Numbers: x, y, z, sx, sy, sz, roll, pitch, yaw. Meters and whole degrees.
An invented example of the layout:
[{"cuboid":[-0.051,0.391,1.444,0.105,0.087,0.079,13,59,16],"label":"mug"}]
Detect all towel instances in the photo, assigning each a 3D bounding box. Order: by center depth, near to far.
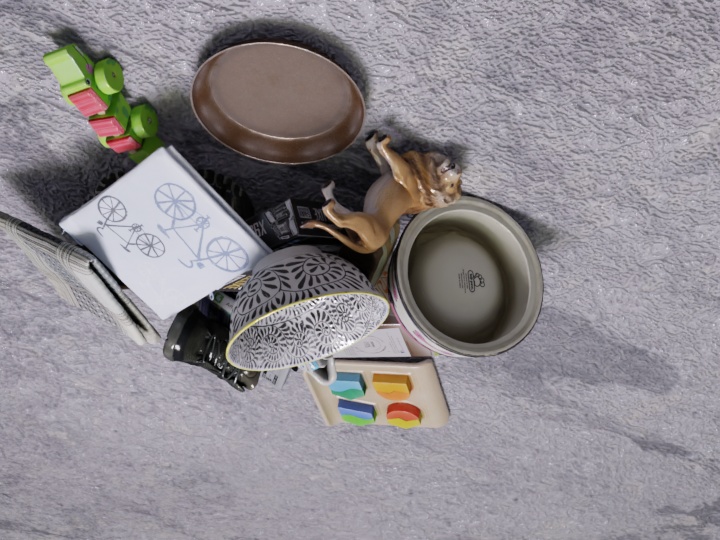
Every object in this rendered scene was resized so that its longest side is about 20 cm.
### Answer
[{"cuboid":[-0.358,0.016,1.694,0.191,0.035,0.200,23,158,34],"label":"towel"}]

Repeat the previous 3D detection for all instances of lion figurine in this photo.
[{"cuboid":[0.028,-0.077,1.547,0.123,0.200,0.072,52,160,-21],"label":"lion figurine"}]

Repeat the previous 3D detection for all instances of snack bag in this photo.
[{"cuboid":[-0.229,-0.038,1.587,0.199,0.021,0.189,-30,116,32],"label":"snack bag"}]

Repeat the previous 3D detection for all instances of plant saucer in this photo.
[{"cuboid":[-0.091,-0.194,1.509,0.198,0.032,0.201,5,146,3],"label":"plant saucer"}]

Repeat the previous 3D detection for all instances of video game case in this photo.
[{"cuboid":[-0.170,0.084,1.835,0.181,0.022,0.200,33,160,3],"label":"video game case"}]

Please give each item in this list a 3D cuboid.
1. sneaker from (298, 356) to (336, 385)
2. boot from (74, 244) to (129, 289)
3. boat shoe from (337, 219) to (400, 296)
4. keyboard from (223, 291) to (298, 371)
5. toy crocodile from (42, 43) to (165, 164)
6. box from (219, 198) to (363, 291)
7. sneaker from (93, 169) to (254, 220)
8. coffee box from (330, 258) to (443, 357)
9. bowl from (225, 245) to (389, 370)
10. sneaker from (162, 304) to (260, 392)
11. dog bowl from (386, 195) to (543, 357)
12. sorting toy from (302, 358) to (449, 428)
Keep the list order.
[{"cuboid":[-0.076,0.091,1.858,0.075,0.087,0.200,-28,139,8],"label":"sneaker"},{"cuboid":[-0.327,-0.030,1.720,0.198,0.073,0.167,15,155,25],"label":"boot"},{"cuboid":[0.000,0.000,1.653,0.072,0.076,0.200,49,145,4],"label":"boat shoe"},{"cuboid":[-0.157,0.071,1.845,0.040,0.104,0.200,-38,139,-7],"label":"keyboard"},{"cuboid":[-0.289,-0.182,1.536,0.067,0.062,0.200,-10,142,23],"label":"toy crocodile"},{"cuboid":[-0.107,-0.028,1.672,0.199,0.050,0.157,-23,165,33],"label":"box"},{"cuboid":[-0.227,-0.077,1.680,0.198,0.079,0.089,7,159,8],"label":"sneaker"},{"cuboid":[0.055,0.045,1.756,0.198,0.115,0.080,-2,145,13],"label":"coffee box"},{"cuboid":[-0.073,0.032,1.571,0.199,0.095,0.201,-16,157,-7],"label":"bowl"},{"cuboid":[-0.184,0.100,1.726,0.113,0.077,0.199,23,173,11],"label":"sneaker"},{"cuboid":[0.120,0.015,1.643,0.198,0.202,0.074,18,158,-16],"label":"dog bowl"},{"cuboid":[0.025,0.194,2.044,0.198,0.037,0.186,-2,144,13],"label":"sorting toy"}]
